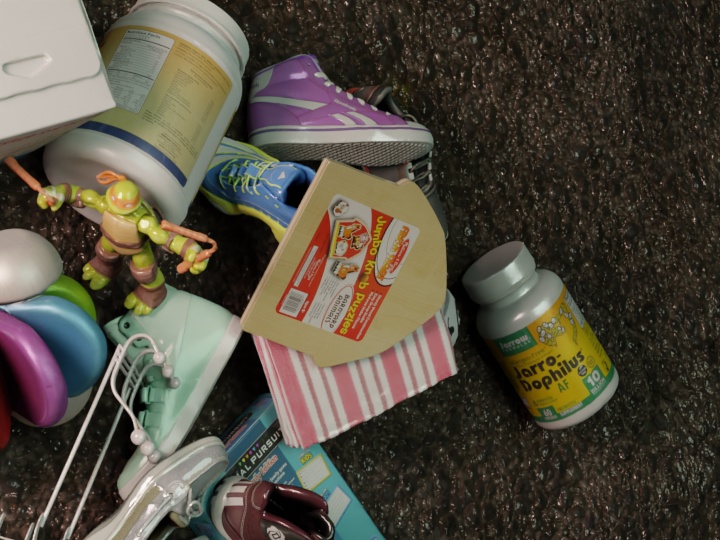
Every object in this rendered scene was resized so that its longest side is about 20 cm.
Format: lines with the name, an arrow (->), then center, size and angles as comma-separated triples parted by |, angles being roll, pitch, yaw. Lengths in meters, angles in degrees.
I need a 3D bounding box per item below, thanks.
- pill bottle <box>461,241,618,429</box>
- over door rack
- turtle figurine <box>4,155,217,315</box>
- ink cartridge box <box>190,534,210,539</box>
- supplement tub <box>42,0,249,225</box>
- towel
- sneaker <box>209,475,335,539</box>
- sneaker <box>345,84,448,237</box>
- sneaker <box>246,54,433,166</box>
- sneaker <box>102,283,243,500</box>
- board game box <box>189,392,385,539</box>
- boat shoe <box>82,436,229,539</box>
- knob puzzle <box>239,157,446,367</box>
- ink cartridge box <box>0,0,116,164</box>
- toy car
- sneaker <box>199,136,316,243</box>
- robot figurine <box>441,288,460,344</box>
pill bottle -> 0.201, 0.071, 1.697 | 0.113, 0.112, 0.201 | -45, 109, -36
over door rack -> -0.219, 0.160, 1.271 | 0.066, 0.148, 0.201 | 32, 77, 6
turtle figurine -> -0.216, -0.037, 1.315 | 0.198, 0.162, 0.065 | 20, 57, 4
ink cartridge box -> -0.152, 0.336, 1.309 | 0.172, 0.200, 0.044 | -16, 133, -40
supplement tub -> -0.196, -0.149, 1.395 | 0.144, 0.144, 0.202 | 38, 59, -27
towel -> -0.006, 0.072, 1.463 | 0.198, 0.030, 0.148 | -24, 108, -21
sneaker -> -0.044, 0.264, 1.388 | 0.200, 0.115, 0.076 | 42, 58, -25
sneaker -> 0.047, -0.113, 1.628 | 0.077, 0.081, 0.201 | -42, 107, -37
sneaker -> -0.020, -0.174, 1.561 | 0.198, 0.073, 0.116 | 4, 70, -14
sneaker -> -0.204, 0.108, 1.393 | 0.117, 0.074, 0.202 | 29, 76, -3
board game box -> -0.079, 0.246, 1.469 | 0.151, 0.047, 0.201 | -45, 109, -36
boat shoe -> -0.188, 0.233, 1.333 | 0.065, 0.075, 0.202 | 41, 69, 17
knob puzzle -> 0.000, 0.000, 1.414 | 0.217, 0.030, 0.222 | -13, 120, -24
ink cartridge box -> -0.329, -0.164, 1.250 | 0.146, 0.199, 0.146 | -23, 95, -40
toy car -> -0.296, 0.078, 1.222 | 0.198, 0.149, 0.177 | -25, 122, -27
sneaker -> -0.089, -0.089, 1.445 | 0.199, 0.105, 0.076 | 32, 65, 13
robot figurine -> 0.016, 0.027, 1.543 | 0.200, 0.150, 0.125 | 45, 12, -23
